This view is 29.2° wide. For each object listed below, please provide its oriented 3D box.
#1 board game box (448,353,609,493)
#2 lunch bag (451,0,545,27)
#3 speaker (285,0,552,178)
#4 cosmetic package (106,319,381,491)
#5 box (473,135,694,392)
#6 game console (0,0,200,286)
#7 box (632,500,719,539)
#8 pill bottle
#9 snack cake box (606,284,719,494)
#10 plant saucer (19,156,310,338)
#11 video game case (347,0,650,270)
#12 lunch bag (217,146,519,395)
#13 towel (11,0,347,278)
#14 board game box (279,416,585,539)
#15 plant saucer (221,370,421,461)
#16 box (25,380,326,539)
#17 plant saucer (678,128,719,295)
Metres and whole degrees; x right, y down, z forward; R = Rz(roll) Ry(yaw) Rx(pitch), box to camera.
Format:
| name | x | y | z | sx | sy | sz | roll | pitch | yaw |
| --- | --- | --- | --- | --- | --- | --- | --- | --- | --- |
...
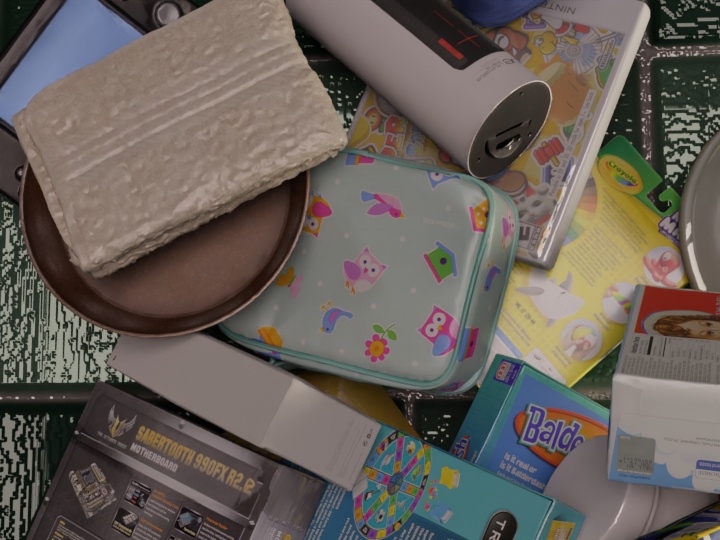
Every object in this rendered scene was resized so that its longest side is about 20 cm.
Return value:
| name | x | y | z | sx | sy | sz | roll | pitch | yaw |
| --- | --- | --- | --- | --- | --- | --- | --- | --- | --- |
| board game box | 0.115 | 0.179 | 0.926 | 0.152 | 0.045 | 0.201 | 29 | 84 | -20 |
| lunch bag | 0.092 | -0.273 | 0.936 | 0.136 | 0.132 | 0.200 | -33 | 74 | -3 |
| speaker | 0.038 | -0.152 | 0.962 | 0.081 | 0.081 | 0.200 | -43 | 63 | -4 |
| cosmetic package | -0.081 | 0.079 | 0.903 | 0.082 | 0.200 | 0.051 | 30 | 82 | -38 |
| box | 0.147 | 0.008 | 0.983 | 0.200 | 0.048 | 0.117 | -40 | 81 | -2 |
| game console | -0.171 | -0.118 | 0.974 | 0.170 | 0.118 | 0.200 | 37 | 83 | -16 |
| box | 0.247 | 0.160 | 0.804 | 0.199 | 0.064 | 0.070 | -14 | 82 | -36 |
| pill bottle | 0.213 | 0.188 | 0.881 | 0.200 | 0.112 | 0.113 | 33 | 83 | -22 |
| snack cake box | 0.217 | 0.069 | 0.848 | 0.114 | 0.200 | 0.068 | 4 | 105 | 15 |
| plant saucer | -0.128 | -0.051 | 0.925 | 0.199 | 0.034 | 0.201 | -2 | 77 | 10 |
| video game case | 0.088 | -0.119 | 0.988 | 0.181 | 0.023 | 0.201 | 19 | 82 | 26 |
| lunch bag | 0.000 | 0.000 | 0.943 | 0.199 | 0.077 | 0.161 | 13 | 91 | 26 |
| towel | -0.119 | -0.091 | 0.900 | 0.199 | 0.034 | 0.133 | -26 | 75 | 1 |
| board game box | 0.021 | 0.181 | 0.862 | 0.199 | 0.047 | 0.152 | 20 | 82 | 39 |
| plant saucer | -0.030 | 0.184 | 0.962 | 0.200 | 0.048 | 0.200 | -38 | 81 | -4 |
| box | -0.134 | 0.177 | 0.914 | 0.199 | 0.048 | 0.159 | 16 | 79 | 42 |
| plant saucer | 0.321 | -0.026 | 0.956 | 0.199 | 0.050 | 0.201 | 2 | 80 | -13 |
